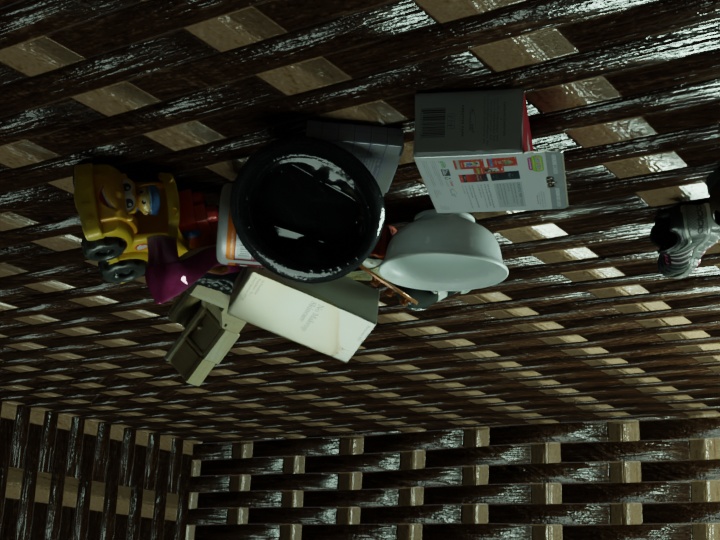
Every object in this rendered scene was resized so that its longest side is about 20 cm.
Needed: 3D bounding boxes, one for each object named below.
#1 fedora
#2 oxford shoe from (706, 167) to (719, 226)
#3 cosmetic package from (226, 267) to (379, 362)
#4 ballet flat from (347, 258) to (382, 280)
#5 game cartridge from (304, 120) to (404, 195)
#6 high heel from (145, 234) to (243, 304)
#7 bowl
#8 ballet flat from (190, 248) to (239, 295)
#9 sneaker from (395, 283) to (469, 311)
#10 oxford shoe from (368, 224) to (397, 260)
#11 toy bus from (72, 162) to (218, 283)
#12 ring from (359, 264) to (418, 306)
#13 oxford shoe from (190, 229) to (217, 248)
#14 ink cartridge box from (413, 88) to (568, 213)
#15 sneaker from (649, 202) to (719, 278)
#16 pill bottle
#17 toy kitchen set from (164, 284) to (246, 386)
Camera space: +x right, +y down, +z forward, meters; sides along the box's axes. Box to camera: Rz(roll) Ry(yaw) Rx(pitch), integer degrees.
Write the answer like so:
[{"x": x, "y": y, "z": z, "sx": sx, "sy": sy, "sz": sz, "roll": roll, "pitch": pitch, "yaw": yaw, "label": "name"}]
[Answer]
[{"x": -0.070, "y": -0.084, "z": 1.445, "sx": 0.199, "sy": 0.202, "sz": 0.092, "roll": 5, "pitch": -164, "yaw": -9, "label": "fedora"}, {"x": 0.500, "y": -0.109, "z": 1.452, "sx": 0.072, "sy": 0.085, "sz": 0.200, "roll": 3, "pitch": 162, "yaw": 4, "label": "oxford shoe"}, {"x": -0.083, "y": 0.046, "z": 1.649, "sx": 0.199, "sy": 0.073, "sz": 0.104, "roll": 23, "pitch": 131, "yaw": -13, "label": "cosmetic package"}, {"x": -0.007, "y": -0.019, "z": 1.870, "sx": 0.198, "sy": 0.071, "sz": 0.071, "roll": -5, "pitch": 162, "yaw": 25, "label": "ballet flat"}, {"x": -0.015, "y": -0.145, "z": 1.499, "sx": 0.128, "sy": 0.039, "sz": 0.200, "roll": 1, "pitch": 164, "yaw": -7, "label": "game cartridge"}, {"x": -0.228, "y": 0.010, "z": 1.610, "sx": 0.067, "sy": 0.097, "sz": 0.200, "roll": -13, "pitch": 166, "yaw": 28, "label": "high heel"}, {"x": 0.128, "y": -0.037, "z": 1.735, "sx": 0.199, "sy": 0.091, "sz": 0.201, "roll": 2, "pitch": 163, "yaw": 1, "label": "bowl"}, {"x": -0.195, "y": 0.010, "z": 1.750, "sx": 0.199, "sy": 0.067, "sz": 0.057, "roll": 24, "pitch": 179, "yaw": -24, "label": "ballet flat"}, {"x": 0.142, "y": 0.006, "z": 1.868, "sx": 0.199, "sy": 0.074, "sz": 0.088, "roll": -20, "pitch": 167, "yaw": -42, "label": "sneaker"}, {"x": -0.008, "y": -0.054, "z": 1.739, "sx": 0.072, "sy": 0.072, "sz": 0.200, "roll": 0, "pitch": 164, "yaw": 25, "label": "oxford shoe"}, {"x": -0.302, "y": -0.080, "z": 1.618, "sx": 0.190, "sy": 0.137, "sz": 0.200, "roll": -12, "pitch": 160, "yaw": 1, "label": "toy bus"}, {"x": 0.000, "y": 0.000, "z": 1.695, "sx": 0.200, "sy": 0.019, "sz": 0.200, "roll": 33, "pitch": -179, "yaw": -1, "label": "ring"}, {"x": -0.235, "y": -0.054, "z": 1.778, "sx": 0.199, "sy": 0.072, "sz": 0.073, "roll": -5, "pitch": 167, "yaw": 34, "label": "oxford shoe"}, {"x": 0.165, "y": -0.142, "z": 1.386, "sx": 0.174, "sy": 0.085, "sz": 0.200, "roll": -1, "pitch": 164, "yaw": 12, "label": "ink cartridge box"}, {"x": 0.469, "y": -0.047, "z": 1.686, "sx": 0.087, "sy": 0.074, "sz": 0.200, "roll": 3, "pitch": 158, "yaw": -3, "label": "sneaker"}, {"x": -0.096, "y": -0.057, "z": 1.554, "sx": 0.198, "sy": 0.114, "sz": 0.113, "roll": 5, "pitch": 163, "yaw": -6, "label": "pill bottle"}, {"x": -0.332, "y": 0.070, "z": 2.067, "sx": 0.163, "sy": 0.201, "sz": 0.180, "roll": 42, "pitch": -172, "yaw": 35, "label": "toy kitchen set"}]
